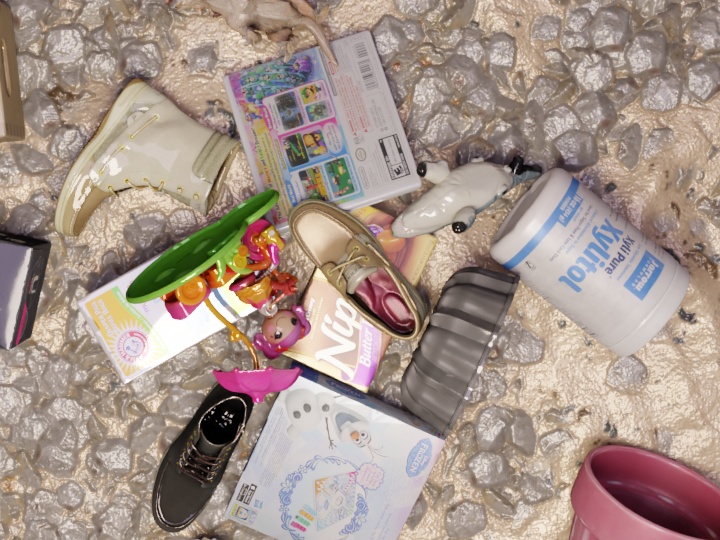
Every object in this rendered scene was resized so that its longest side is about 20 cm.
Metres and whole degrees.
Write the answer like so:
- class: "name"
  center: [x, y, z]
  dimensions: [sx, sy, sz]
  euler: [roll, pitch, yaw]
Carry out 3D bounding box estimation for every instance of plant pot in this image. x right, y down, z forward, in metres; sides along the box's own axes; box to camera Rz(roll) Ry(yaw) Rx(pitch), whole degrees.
- class: "plant pot"
  center: [0.318, 0.328, 1.433]
  dimensions: [0.199, 0.200, 0.180]
  euler: [19, 108, -3]

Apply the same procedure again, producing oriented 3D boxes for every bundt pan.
- class: "bundt pan"
  center: [0.104, 0.082, 1.399]
  dimensions: [0.076, 0.202, 0.202]
  euler: [24, 92, 5]

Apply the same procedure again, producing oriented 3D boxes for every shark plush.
- class: "shark plush"
  center: [0.123, -0.096, 1.430]
  dimensions: [0.200, 0.083, 0.091]
  euler: [-36, 79, -33]

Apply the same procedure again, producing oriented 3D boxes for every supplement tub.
- class: "supplement tub"
  center: [0.261, -0.010, 1.429]
  dimensions: [0.200, 0.132, 0.132]
  euler: [37, 92, -4]

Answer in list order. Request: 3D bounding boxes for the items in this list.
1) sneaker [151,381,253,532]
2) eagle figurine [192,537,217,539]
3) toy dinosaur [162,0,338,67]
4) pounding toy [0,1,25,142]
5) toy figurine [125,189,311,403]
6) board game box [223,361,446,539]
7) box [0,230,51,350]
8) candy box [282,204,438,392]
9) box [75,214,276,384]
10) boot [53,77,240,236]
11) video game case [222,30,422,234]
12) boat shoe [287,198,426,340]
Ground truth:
- class: "sneaker"
  center: [-0.189, 0.218, 1.437]
  dimensions: [0.075, 0.106, 0.200]
  euler: [26, 92, -4]
- class: "eagle figurine"
  center: [-0.102, 0.387, 1.438]
  dimensions: [0.199, 0.152, 0.151]
  euler: [8, 57, -19]
- class: "toy dinosaur"
  center: [-0.111, -0.301, 1.417]
  dimensions: [0.199, 0.136, 0.086]
  euler: [17, 106, -23]
- class: "pounding toy"
  center: [-0.488, -0.238, 1.378]
  dimensions: [0.183, 0.142, 0.201]
  euler: [-6, 94, -2]
- class: "toy figurine"
  center: [-0.119, 0.044, 1.337]
  dimensions: [0.200, 0.150, 0.184]
  euler: [-41, 109, -24]
- class: "board game box"
  center: [-0.030, 0.237, 1.460]
  dimensions: [0.199, 0.043, 0.200]
  euler: [25, 104, -3]
- class: "box"
  center: [-0.469, 0.006, 1.413]
  dimensions: [0.199, 0.106, 0.123]
  euler: [13, 94, -4]
- class: "candy box"
  center: [-0.004, 0.027, 1.458]
  dimensions: [0.116, 0.056, 0.200]
  euler: [26, 91, -4]
- class: "box"
  center: [-0.206, 0.030, 1.427]
  dimensions: [0.200, 0.101, 0.113]
  euler: [-29, 94, 0]
- class: "boot"
  center: [-0.245, -0.099, 1.428]
  dimensions: [0.154, 0.072, 0.200]
  euler: [31, 88, 2]
- class: "video game case"
  center: [-0.045, -0.159, 1.434]
  dimensions: [0.181, 0.024, 0.201]
  euler: [-18, 77, -1]
- class: "boat shoe"
  center: [0.000, 0.000, 1.385]
  dimensions: [0.200, 0.066, 0.074]
  euler: [42, 100, -10]
